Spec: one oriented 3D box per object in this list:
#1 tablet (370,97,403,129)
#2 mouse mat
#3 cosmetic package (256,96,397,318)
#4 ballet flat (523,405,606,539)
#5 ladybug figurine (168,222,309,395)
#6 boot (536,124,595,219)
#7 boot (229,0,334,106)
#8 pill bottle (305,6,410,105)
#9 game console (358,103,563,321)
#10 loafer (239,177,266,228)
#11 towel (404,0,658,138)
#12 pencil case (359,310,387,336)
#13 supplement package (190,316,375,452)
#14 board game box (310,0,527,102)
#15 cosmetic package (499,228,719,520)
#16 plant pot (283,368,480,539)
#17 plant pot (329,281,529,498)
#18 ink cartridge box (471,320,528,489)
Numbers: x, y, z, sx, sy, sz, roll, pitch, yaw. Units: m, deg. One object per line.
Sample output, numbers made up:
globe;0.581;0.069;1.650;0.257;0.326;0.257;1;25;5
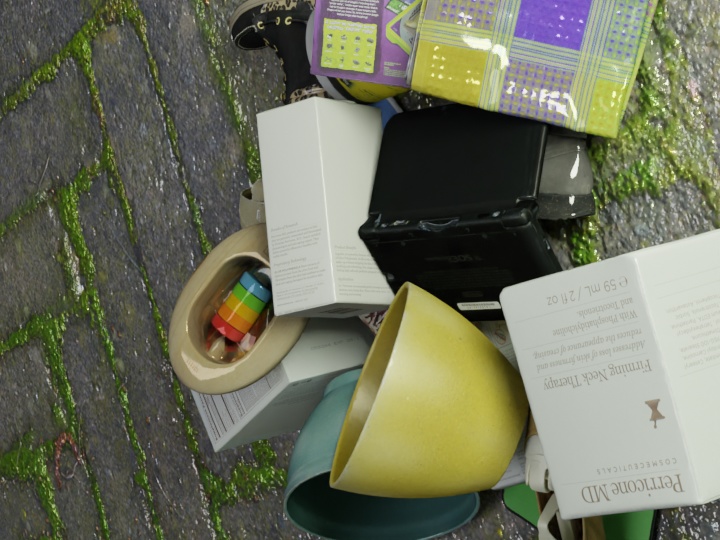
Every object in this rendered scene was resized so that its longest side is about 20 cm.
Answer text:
tablet;0.019;-0.125;1.653;0.200;0.014;0.130;55;137;27
mouse mat;0.210;0.200;1.494;0.200;0.008;0.161;29;121;45
cosmetic package;-0.030;-0.059;1.508;0.085;0.107;0.201;-13;78;38
ballet flat;0.182;0.202;1.408;0.069;0.063;0.201;4;118;45
ladybug figurine;-0.111;0.039;1.585;0.136;0.072;0.200;43;99;22
boot;0.141;-0.118;1.459;0.200;0.070;0.132;3;100;41
boot;-0.072;-0.225;1.681;0.200;0.073;0.151;-12;78;47
pill bottle;0.053;-0.234;1.479;0.200;0.112;0.113;-16;87;39
game console;0.109;-0.053;1.442;0.200;0.116;0.176;-4;126;44
loafer;-0.086;-0.079;1.750;0.200;0.076;0.068;-19;95;54
towel;0.143;-0.201;1.337;0.199;0.023;0.144;16;104;6
pencil case;0.000;0.000;1.616;0.200;0.078;0.089;49;117;9
supplement package;-0.088;0.084;1.736;0.200;0.151;0.151;-44;64;49
board game box;0.054;-0.224;1.394;0.199;0.032;0.120;11;109;20
cosmetic package;0.248;0.082;1.277;0.167;0.166;0.201;-20;85;53
plant pot;0.020;0.184;1.613;0.200;0.200;0.135;-48;35;48
plant pot;0.072;0.128;1.431;0.200;0.142;0.201;-159;90;-86
ink cartridge box;0.155;0.099;1.493;0.162;0.057;0.201;-29;74;53
